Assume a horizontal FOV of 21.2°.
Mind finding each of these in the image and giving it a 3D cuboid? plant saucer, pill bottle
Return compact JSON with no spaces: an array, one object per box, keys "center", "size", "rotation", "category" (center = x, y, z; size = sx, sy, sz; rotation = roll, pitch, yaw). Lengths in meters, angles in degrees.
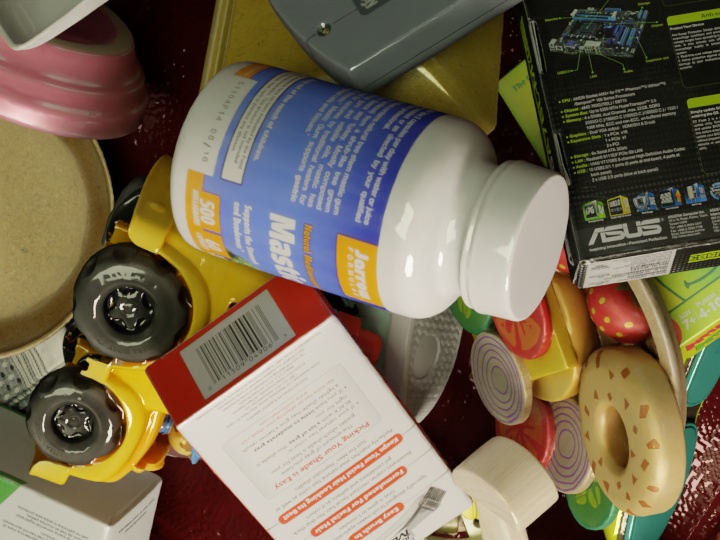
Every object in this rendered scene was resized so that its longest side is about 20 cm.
[{"center":[-0.223,-0.155,1.229],"size":[0.200,0.200,0.051],"rotation":[32,110,12],"category":"plant saucer"},{"center":[-0.013,-0.158,1.169],"size":[0.199,0.048,0.201],"rotation":[-8,54,21],"category":"plant saucer"},{"center":[-0.260,-0.038,1.326],"size":[0.199,0.035,0.201],"rotation":[0,89,10],"category":"plant saucer"},{"center":[0.007,-0.038,1.050],"size":[0.199,0.112,0.113],"rotation":[18,106,23],"category":"pill bottle"}]

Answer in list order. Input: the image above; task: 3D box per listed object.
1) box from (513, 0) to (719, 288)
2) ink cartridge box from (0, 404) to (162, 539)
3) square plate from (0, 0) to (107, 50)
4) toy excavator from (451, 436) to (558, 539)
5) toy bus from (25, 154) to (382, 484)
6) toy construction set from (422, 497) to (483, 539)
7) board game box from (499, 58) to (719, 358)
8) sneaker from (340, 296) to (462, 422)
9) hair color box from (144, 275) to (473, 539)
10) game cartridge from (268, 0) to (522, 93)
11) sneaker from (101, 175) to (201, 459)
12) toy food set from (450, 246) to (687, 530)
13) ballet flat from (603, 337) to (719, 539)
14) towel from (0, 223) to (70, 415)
[{"center":[0.198,-0.100,1.087],"size":[0.199,0.048,0.194],"rotation":[-10,68,-2],"category":"box"},{"center":[-0.235,0.216,1.351],"size":[0.146,0.083,0.201],"rotation":[22,116,14],"category":"ink cartridge box"},{"center":[-0.161,-0.229,1.197],"size":[0.198,0.028,0.200],"rotation":[-35,45,-6],"category":"square plate"},{"center":[0.121,0.216,1.187],"size":[0.200,0.100,0.195],"rotation":[45,155,16],"category":"toy excavator"},{"center":[-0.093,0.057,1.204],"size":[0.191,0.136,0.201],"rotation":[24,112,-6],"category":"toy bus"},{"center":[0.054,0.217,1.264],"size":[0.130,0.092,0.201],"rotation":[-9,105,-4],"category":"toy construction set"},{"center":[0.175,-0.059,1.145],"size":[0.101,0.048,0.200],"rotation":[-38,72,24],"category":"board game box"},{"center":[0.000,0.000,1.253],"size":[0.118,0.074,0.201],"rotation":[10,111,33],"category":"sneaker"},{"center":[-0.027,0.100,1.146],"size":[0.111,0.064,0.200],"rotation":[-35,131,0],"category":"hair color box"},{"center":[0.004,-0.191,1.130],"size":[0.133,0.042,0.200],"rotation":[-34,49,7],"category":"game cartridge"},{"center":[-0.117,0.039,1.303],"size":[0.115,0.076,0.201],"rotation":[13,115,12],"category":"sneaker"},{"center":[0.124,0.056,1.152],"size":[0.198,0.048,0.201],"rotation":[-28,81,64],"category":"toy food set"},{"center":[0.184,0.081,1.205],"size":[0.067,0.067,0.201],"rotation":[29,107,35],"category":"ballet flat"},{"center":[-0.301,0.049,1.386],"size":[0.192,0.035,0.200],"rotation":[-33,88,22],"category":"towel"}]
